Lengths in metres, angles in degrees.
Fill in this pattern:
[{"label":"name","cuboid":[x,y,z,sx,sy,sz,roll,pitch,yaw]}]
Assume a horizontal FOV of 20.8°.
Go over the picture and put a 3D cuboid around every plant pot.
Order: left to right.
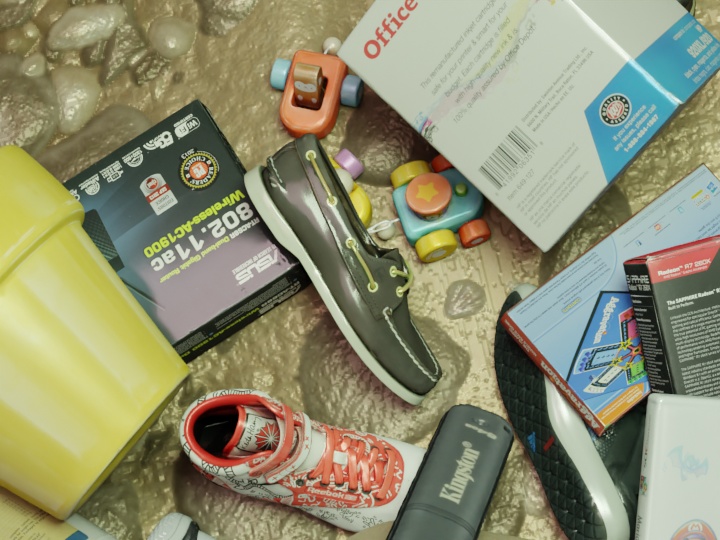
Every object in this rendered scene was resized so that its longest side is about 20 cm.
[{"label":"plant pot","cuboid":[-0.221,0.053,1.286,0.189,0.201,0.201,40,82,0]}]

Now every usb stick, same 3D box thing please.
[{"label":"usb stick","cuboid":[0.059,0.148,1.289,0.055,0.200,0.033,14,118,10]}]

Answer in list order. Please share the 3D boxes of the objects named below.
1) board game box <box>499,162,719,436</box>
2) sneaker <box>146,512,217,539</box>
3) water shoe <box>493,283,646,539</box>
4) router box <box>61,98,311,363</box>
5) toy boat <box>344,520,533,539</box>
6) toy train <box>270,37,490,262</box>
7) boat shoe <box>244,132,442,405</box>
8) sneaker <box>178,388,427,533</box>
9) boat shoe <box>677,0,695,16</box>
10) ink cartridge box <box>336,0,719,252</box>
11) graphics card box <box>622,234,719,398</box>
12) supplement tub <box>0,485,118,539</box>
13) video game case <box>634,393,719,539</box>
[{"label":"board game box","cuboid":[0.200,0.017,1.345,0.199,0.019,0.103,-35,75,-25]},{"label":"sneaker","cuboid":[-0.120,0.275,1.322,0.114,0.075,0.202,21,81,10]},{"label":"water shoe","cuboid":[0.153,0.101,1.350,0.078,0.072,0.202,-6,64,-27]},{"label":"router box","cuboid":[-0.157,-0.005,1.415,0.199,0.062,0.151,-33,74,-2]},{"label":"toy boat","cuboid":[0.063,0.247,1.296,0.198,0.131,0.132,10,105,9]},{"label":"toy train","cuboid":[0.014,-0.091,1.421,0.198,0.056,0.152,17,77,13]},{"label":"boat shoe","cuboid":[0.000,0.000,1.362,0.060,0.072,0.202,-35,95,12]},{"label":"sneaker","cuboid":[-0.027,0.132,1.334,0.199,0.108,0.068,12,76,11]},{"label":"boat shoe","cuboid":[0.144,-0.196,1.427,0.199,0.066,0.073,-3,76,8]},{"label":"ink cartridge box","cuboid":[0.119,-0.149,1.331,0.200,0.145,0.147,44,122,4]},{"label":"graphics card box","cuboid":[0.256,0.075,1.294,0.124,0.051,0.202,-14,92,-14]},{"label":"supplement tub","cuboid":[-0.270,0.202,1.328,0.199,0.145,0.145,29,80,15]},{"label":"video game case","cuboid":[0.270,0.177,1.262,0.198,0.024,0.184,5,92,-14]}]
